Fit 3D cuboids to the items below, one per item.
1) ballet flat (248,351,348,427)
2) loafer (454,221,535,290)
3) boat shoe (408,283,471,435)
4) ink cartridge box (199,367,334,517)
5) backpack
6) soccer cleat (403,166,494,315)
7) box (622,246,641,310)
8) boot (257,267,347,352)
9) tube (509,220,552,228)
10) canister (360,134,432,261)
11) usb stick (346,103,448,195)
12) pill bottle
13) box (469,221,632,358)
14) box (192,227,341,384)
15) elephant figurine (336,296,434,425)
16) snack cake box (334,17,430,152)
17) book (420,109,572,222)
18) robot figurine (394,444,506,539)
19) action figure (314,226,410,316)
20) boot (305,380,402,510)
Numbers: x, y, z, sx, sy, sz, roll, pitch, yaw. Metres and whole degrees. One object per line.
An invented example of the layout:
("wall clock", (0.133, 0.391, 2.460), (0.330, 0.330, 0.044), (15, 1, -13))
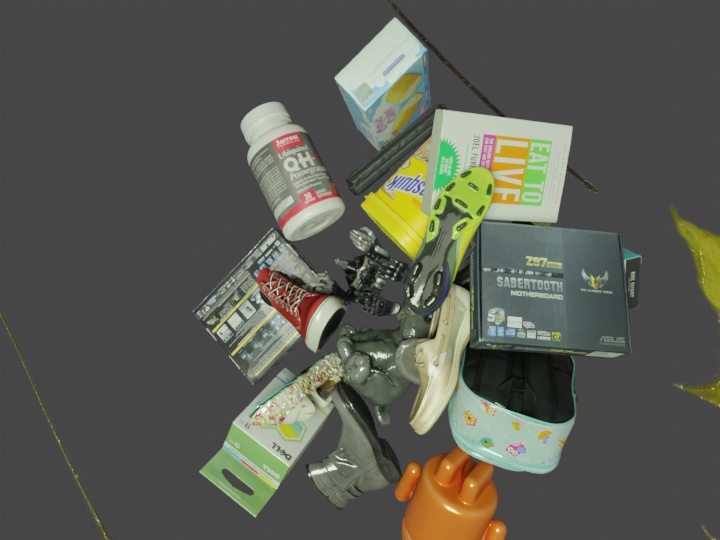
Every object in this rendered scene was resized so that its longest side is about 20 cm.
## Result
("ballet flat", (-0.078, 0.182, 0.786), (0.064, 0.199, 0.076), (44, 126, 12))
("loafer", (0.194, -0.005, 0.807), (0.199, 0.072, 0.073), (-38, 125, 23))
("boat shoe", (0.099, 0.114, 0.708), (0.064, 0.072, 0.203), (24, 79, -4))
("ink cartridge box", (-0.130, 0.243, 0.783), (0.103, 0.200, 0.060), (34, 122, 9))
("backpack", (0.203, 0.182, 0.732), (0.173, 0.200, 0.156), (19, 108, 9))
("soccer cleat", (0.112, -0.038, 0.685), (0.064, 0.084, 0.203), (26, 90, 14))
("box", (0.299, 0.030, 0.764), (0.196, 0.049, 0.084), (-13, 113, -6))
("boot", (-0.094, 0.043, 0.743), (0.144, 0.200, 0.073), (41, 76, 3))
("tube", (0.272, -0.041, 0.814), (0.058, 0.051, 0.203), (-28, 84, 45))
("canister", (0.114, -0.124, 0.803), (0.200, 0.087, 0.149), (-45, 43, 2))
("usb stick", (0.059, -0.192, 0.852), (0.199, 0.055, 0.033), (-39, 80, 5))
("pill bottle", (-0.114, -0.160, 0.850), (0.109, 0.111, 0.203), (-29, 83, 6))
("box", (0.241, 0.025, 0.688), (0.196, 0.051, 0.161), (6, 71, -3))
("box", (-0.154, 0.058, 0.875), (0.200, 0.049, 0.161), (-45, 80, 4))
("elephant figurine", (0.075, 0.109, 0.789), (0.197, 0.156, 0.143), (-25, 52, 9))
("snack cake box", (0.040, -0.262, 0.786), (0.115, 0.200, 0.067), (-44, 81, 4))
("book", (0.185, -0.139, 0.720), (0.196, 0.048, 0.136), (0, 109, -18))
("robot figurine", (0.126, 0.349, 0.760), (0.141, 0.117, 0.203), (13, 115, -6))
("action figure", (0.000, 0.000, 0.773), (0.101, 0.200, 0.120), (32, 87, -22))
("boot", (-0.029, 0.274, 0.798), (0.130, 0.070, 0.202), (-26, 108, 5))
